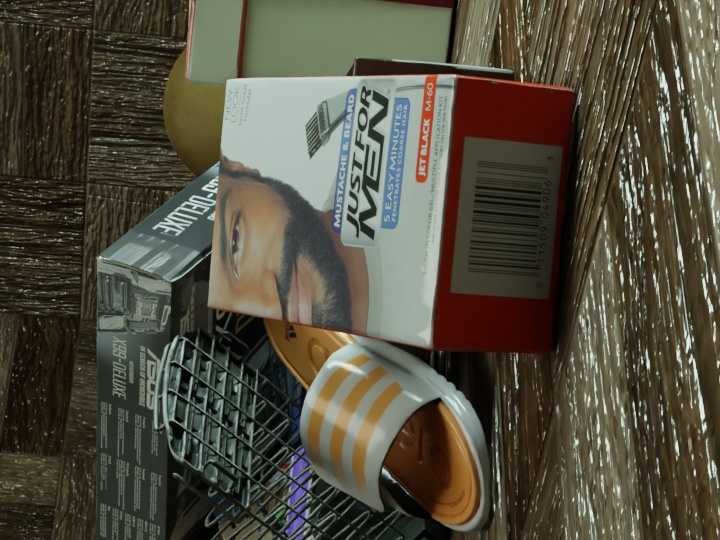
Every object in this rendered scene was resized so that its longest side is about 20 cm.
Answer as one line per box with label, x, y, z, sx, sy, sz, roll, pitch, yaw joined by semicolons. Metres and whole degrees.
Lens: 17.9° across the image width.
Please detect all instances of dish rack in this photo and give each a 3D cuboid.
dish rack;-0.032;0.121;1.148;0.055;0.200;0.153;-44;19;17

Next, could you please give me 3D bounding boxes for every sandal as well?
sandal;-0.009;0.070;1.121;0.207;0.059;0.079;37;138;48

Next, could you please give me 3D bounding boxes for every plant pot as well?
plant pot;-0.094;-0.164;2.391;0.200;0.186;0.187;-156;71;-71

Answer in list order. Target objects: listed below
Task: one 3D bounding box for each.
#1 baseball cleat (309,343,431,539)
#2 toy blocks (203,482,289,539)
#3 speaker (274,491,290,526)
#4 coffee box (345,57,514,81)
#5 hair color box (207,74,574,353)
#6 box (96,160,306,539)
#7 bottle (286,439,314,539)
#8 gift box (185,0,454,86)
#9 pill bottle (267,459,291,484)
baseball cleat;0.006;0.083;1.299;0.107;0.070;0.201;85;-173;-67
toy blocks;-0.040;0.200;1.265;0.137;0.100;0.200;60;180;41
speaker;-0.029;0.196;1.580;0.200;0.088;0.089;111;164;-75
coffee box;0.024;-0.043;1.182;0.200;0.080;0.113;163;112;-85
hair color box;0.007;-0.028;0.994;0.200;0.064;0.111;6;92;61
box;-0.084;0.048;1.265;0.158;0.050;0.200;-43;-35;-51
bottle;-0.009;0.168;1.400;0.083;0.065;0.201;1;-85;-60
gift box;-0.035;-0.219;1.466;0.185;0.186;0.201;-117;32;-81
pill bottle;-0.038;0.026;1.458;0.200;0.109;0.109;-62;9;11
